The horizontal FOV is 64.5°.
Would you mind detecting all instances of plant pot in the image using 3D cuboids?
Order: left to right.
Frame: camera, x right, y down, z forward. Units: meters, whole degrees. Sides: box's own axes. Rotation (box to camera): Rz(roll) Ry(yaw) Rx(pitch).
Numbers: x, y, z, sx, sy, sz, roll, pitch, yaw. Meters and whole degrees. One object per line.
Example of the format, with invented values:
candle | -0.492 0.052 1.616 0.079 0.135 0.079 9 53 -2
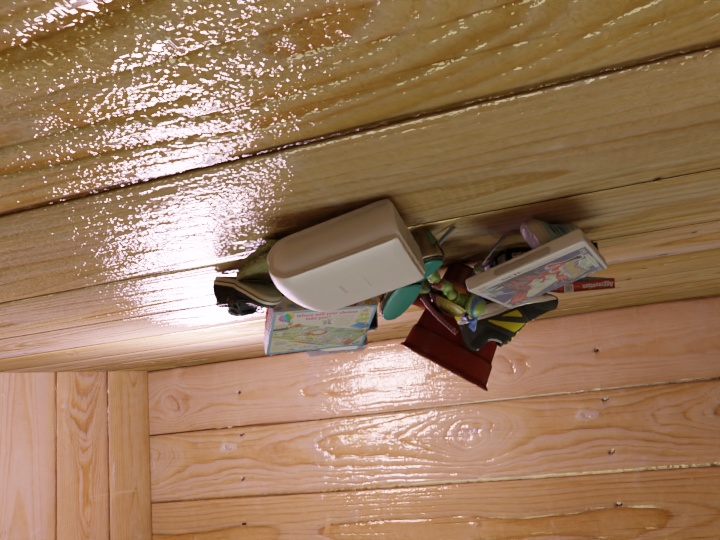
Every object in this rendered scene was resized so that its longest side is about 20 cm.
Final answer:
plant pot | 0.207 0.106 1.158 0.196 0.200 0.201 26 175 2

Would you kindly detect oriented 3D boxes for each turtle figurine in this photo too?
turtle figurine | 0.150 -0.006 1.008 0.142 0.207 0.191 -25 -157 -36

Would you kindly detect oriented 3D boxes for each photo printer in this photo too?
photo printer | -0.021 -0.009 0.785 0.194 0.072 0.166 -19 155 13

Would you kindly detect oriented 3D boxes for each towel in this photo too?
towel | -0.112 -0.015 0.912 0.144 0.038 0.199 1 168 -27

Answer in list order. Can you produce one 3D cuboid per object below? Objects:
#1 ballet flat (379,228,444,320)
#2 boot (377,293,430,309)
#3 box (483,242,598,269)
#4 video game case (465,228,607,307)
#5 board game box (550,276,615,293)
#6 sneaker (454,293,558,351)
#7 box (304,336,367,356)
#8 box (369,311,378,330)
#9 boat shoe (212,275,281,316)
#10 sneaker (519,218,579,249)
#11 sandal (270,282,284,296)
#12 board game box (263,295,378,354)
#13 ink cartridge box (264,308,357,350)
ballet flat | 0.077 0.002 0.942 0.066 0.077 0.201 -3 149 -24
boot | 0.075 0.046 1.236 0.149 0.076 0.200 -10 156 14
box | 0.365 -0.010 1.178 0.192 0.048 0.159 -5 169 -6
video game case | 0.278 0.005 0.887 0.179 0.024 0.198 -26 157 26
board game box | 0.376 0.024 1.070 0.099 0.020 0.200 -4 -178 -5
sneaker | 0.271 0.091 1.053 0.193 0.088 0.074 -13 -177 -1
box | -0.057 0.173 1.333 0.139 0.038 0.200 -5 168 -4
box | -0.076 0.093 1.290 0.193 0.108 0.147 -1 167 -23
boat shoe | -0.195 0.048 0.976 0.073 0.065 0.197 4 -178 -40
sneaker | 0.316 -0.054 0.927 0.081 0.075 0.199 -40 154 12
sandal | -0.131 0.071 1.061 0.073 0.049 0.203 -20 131 10
board game box | -0.075 0.097 1.057 0.193 0.035 0.136 -3 141 -20
ink cartridge box | -0.089 0.085 1.134 0.193 0.165 0.048 -2 -148 -20
